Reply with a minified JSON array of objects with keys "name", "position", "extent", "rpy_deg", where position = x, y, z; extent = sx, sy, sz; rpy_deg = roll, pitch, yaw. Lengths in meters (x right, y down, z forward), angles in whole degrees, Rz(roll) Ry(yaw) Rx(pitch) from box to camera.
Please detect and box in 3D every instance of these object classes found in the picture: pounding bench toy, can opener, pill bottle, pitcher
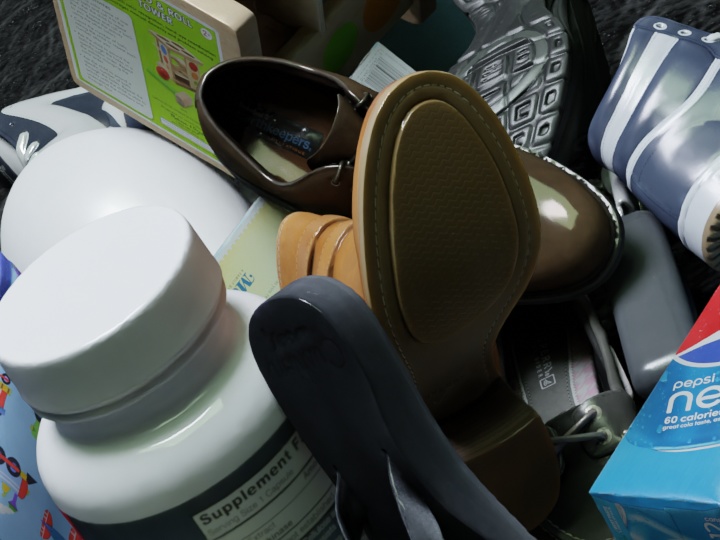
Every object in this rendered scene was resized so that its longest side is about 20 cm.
[{"name":"pounding bench toy","position":[-0.081,-0.169,1.225],"extent":[0.199,0.125,0.156],"rpy_deg":[30,63,23]},{"name":"can opener","position":[0.133,-0.004,1.092],"extent":[0.066,0.053,0.200],"rpy_deg":[-22,32,15]},{"name":"pill bottle","position":[-0.059,0.078,1.001],"extent":[0.119,0.200,0.120],"rpy_deg":[-23,30,15]},{"name":"pitcher","position":[-0.073,-0.004,1.240],"extent":[0.171,0.122,0.200],"rpy_deg":[-27,37,-26]}]

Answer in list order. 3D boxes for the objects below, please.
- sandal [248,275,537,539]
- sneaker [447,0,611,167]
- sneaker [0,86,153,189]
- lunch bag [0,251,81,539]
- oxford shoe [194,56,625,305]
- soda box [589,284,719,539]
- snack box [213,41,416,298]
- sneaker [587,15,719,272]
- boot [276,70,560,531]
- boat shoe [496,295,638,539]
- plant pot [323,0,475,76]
[{"name":"sandal","position":[0.018,0.097,0.926],"extent":[0.043,0.201,0.076],"rpy_deg":[-36,0,-38]},{"name":"sneaker","position":[0.085,-0.085,1.171],"extent":[0.076,0.091,0.201],"rpy_deg":[-19,40,27]},{"name":"sneaker","position":[-0.170,-0.046,1.411],"extent":[0.129,0.080,0.200],"rpy_deg":[-13,35,32]},{"name":"lunch bag","position":[-0.145,0.100,1.081],"extent":[0.094,0.151,0.201],"rpy_deg":[-11,41,32]},{"name":"oxford shoe","position":[0.015,-0.038,1.065],"extent":[0.199,0.084,0.073],"rpy_deg":[19,83,17]},{"name":"soda box","position":[0.170,0.039,0.979],"extent":[0.064,0.068,0.200],"rpy_deg":[1,43,43]},{"name":"snack box","position":[0.000,0.000,1.149],"extent":[0.200,0.116,0.037],"rpy_deg":[-54,4,-34]},{"name":"sneaker","position":[0.191,-0.086,1.101],"extent":[0.200,0.070,0.108],"rpy_deg":[-33,46,-20]},{"name":"boot","position":[0.008,-0.001,0.998],"extent":[0.073,0.201,0.155],"rpy_deg":[-20,28,-19]},{"name":"boat shoe","position":[0.081,0.056,1.048],"extent":[0.067,0.057,0.200],"rpy_deg":[-27,30,9]},{"name":"plant pot","position":[-0.006,-0.165,1.381],"extent":[0.200,0.141,0.141],"rpy_deg":[-44,31,-7]}]
